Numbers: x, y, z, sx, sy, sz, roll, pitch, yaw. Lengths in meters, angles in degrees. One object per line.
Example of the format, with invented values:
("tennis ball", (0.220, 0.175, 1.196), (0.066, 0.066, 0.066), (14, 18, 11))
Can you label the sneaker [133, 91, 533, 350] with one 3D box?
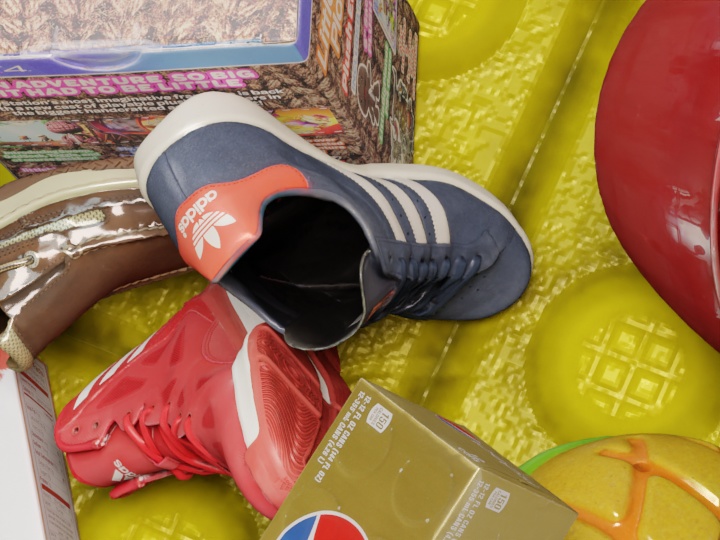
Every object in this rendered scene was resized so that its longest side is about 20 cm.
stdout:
("sneaker", (0.000, 0.000, 1.059), (0.075, 0.200, 0.085), (-50, 46, 26))

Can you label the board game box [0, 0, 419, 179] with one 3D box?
("board game box", (-0.074, -0.095, 1.104), (0.159, 0.200, 0.097), (-1, 71, 13))

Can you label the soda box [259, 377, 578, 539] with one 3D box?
("soda box", (-0.014, 0.144, 0.930), (0.068, 0.064, 0.200), (36, 96, 42))

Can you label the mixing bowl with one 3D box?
("mixing bowl", (0.164, -0.054, 1.053), (0.108, 0.200, 0.200), (21, 76, 45))

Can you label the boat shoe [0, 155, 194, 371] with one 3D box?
("boat shoe", (-0.137, 0.007, 1.107), (0.202, 0.075, 0.075), (-10, 67, 6))

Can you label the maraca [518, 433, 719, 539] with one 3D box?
("maraca", (0.096, 0.122, 1.012), (0.199, 0.107, 0.137), (1, 51, -27))

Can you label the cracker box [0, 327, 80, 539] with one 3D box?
("cracker box", (-0.185, 0.138, 1.128), (0.134, 0.058, 0.201), (-17, 67, 7))

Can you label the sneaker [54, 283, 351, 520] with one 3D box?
("sneaker", (-0.061, 0.072, 1.077), (0.115, 0.200, 0.078), (-39, 106, 10))
